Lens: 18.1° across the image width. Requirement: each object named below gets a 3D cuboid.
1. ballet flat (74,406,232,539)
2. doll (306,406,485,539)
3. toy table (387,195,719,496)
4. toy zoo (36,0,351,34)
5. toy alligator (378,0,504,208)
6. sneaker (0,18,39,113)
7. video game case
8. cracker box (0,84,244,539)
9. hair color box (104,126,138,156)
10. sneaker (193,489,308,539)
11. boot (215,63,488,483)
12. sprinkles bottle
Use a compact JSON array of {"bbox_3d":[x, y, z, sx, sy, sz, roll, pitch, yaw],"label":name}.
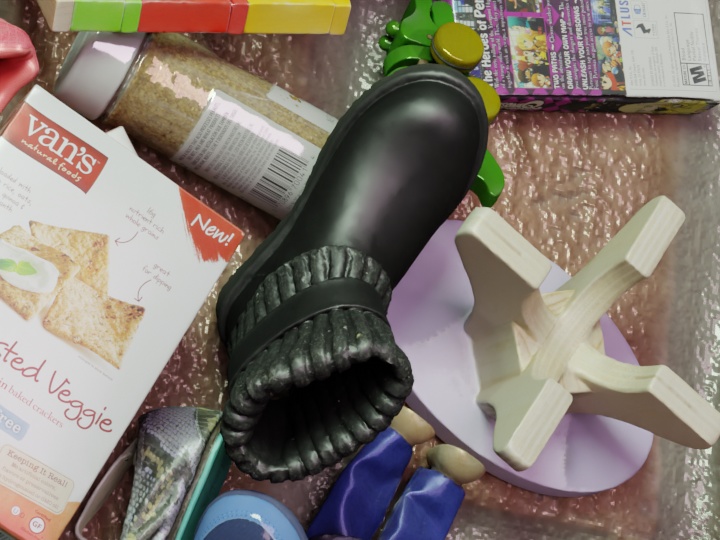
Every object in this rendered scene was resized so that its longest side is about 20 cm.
[{"bbox_3d":[-0.124,0.163,1.184,0.072,0.072,0.201,23,69,-16],"label":"ballet flat"},{"bbox_3d":[-0.012,0.172,1.228,0.136,0.048,0.201,38,67,-22],"label":"doll"},{"bbox_3d":[0.104,0.042,1.271,0.199,0.117,0.184,29,67,-15],"label":"toy table"},{"bbox_3d":[-0.091,-0.173,1.252,0.199,0.021,0.131,-2,38,-24],"label":"toy zoo"},{"bbox_3d":[0.035,-0.120,1.300,0.054,0.059,0.201,1,56,-24],"label":"toy alligator"},{"bbox_3d":[-0.238,-0.067,1.128,0.086,0.074,0.200,18,56,30],"label":"sneaker"},{"bbox_3d":[0.126,-0.195,1.384,0.180,0.036,0.201,-1,77,-23],"label":"video game case"},{"bbox_3d":[-0.166,0.027,1.128,0.134,0.058,0.200,35,66,-11],"label":"cracker box"},{"bbox_3d":[-0.194,0.012,1.186,0.199,0.061,0.102,-28,88,-26],"label":"hair color box"},{"bbox_3d":[-0.072,0.211,1.138,0.074,0.082,0.201,12,94,14],"label":"sneaker"},{"bbox_3d":[0.002,0.002,1.171,0.079,0.158,0.211,32,105,-16],"label":"boot"},{"bbox_3d":[-0.070,-0.078,1.256,0.199,0.068,0.068,29,68,-14],"label":"sprinkles bottle"}]
